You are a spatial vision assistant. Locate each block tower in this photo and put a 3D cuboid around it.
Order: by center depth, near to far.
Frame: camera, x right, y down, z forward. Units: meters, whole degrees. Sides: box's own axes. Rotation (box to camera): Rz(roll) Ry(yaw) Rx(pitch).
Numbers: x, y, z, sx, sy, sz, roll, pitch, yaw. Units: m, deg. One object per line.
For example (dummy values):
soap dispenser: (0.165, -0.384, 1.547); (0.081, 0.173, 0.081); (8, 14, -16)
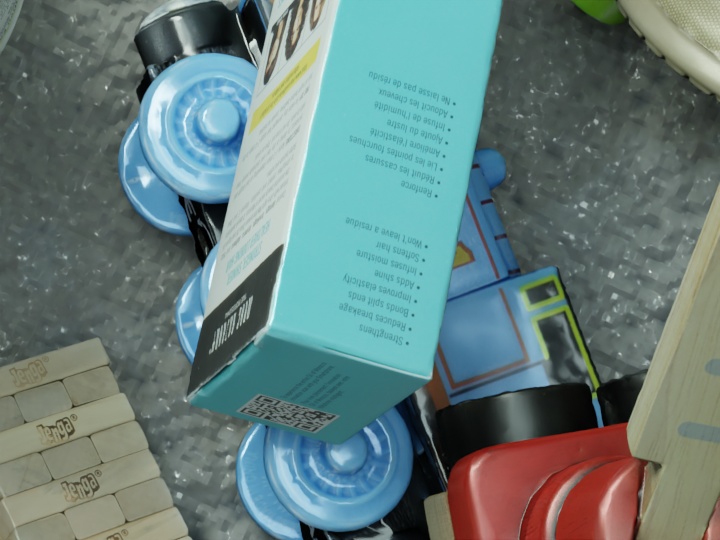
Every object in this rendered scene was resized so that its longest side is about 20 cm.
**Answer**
block tower: (-0.073, 0.115, 0.769); (0.058, 0.054, 0.200); (-17, 71, -34)

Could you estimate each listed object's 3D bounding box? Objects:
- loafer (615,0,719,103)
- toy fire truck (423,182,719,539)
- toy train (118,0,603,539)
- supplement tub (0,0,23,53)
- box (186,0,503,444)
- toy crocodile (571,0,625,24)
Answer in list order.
loafer: (0.156, -0.057, 0.740); (0.200, 0.076, 0.067); (40, 105, 32)
toy fire truck: (0.119, 0.045, 0.673); (0.176, 0.200, 0.129); (-8, 82, -12)
toy train: (0.000, 0.000, 0.801); (0.114, 0.087, 0.200); (-20, 85, -14)
supplement tub: (-0.169, -0.106, 0.735); (0.145, 0.200, 0.145); (0, 86, -4)
box: (0.003, -0.058, 0.728); (0.049, 0.082, 0.200); (17, 69, -14)
toy crocodile: (0.069, -0.141, 0.828); (0.200, 0.062, 0.068); (40, 123, -2)
